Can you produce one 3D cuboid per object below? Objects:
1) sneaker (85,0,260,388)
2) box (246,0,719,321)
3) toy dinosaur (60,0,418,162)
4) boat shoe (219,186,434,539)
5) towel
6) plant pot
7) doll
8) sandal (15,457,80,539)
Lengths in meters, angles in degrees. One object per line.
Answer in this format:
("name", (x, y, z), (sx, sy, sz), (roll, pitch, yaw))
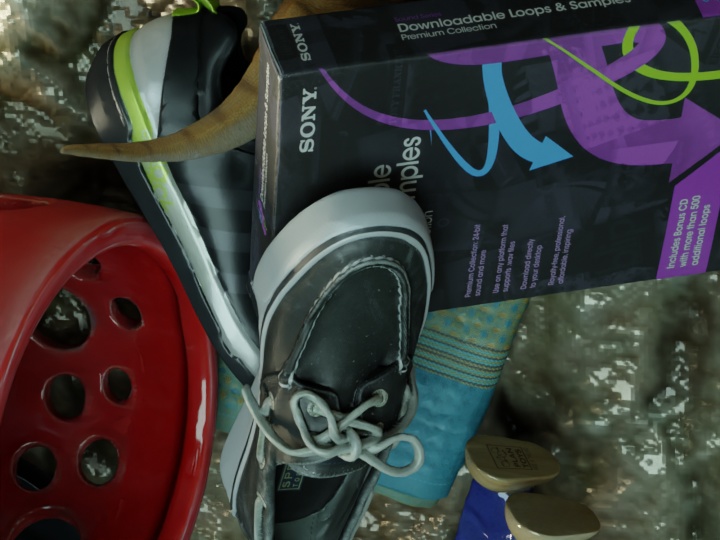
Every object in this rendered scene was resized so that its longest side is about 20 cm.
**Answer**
("sneaker", (-0.035, -0.024, 1.226), (0.083, 0.072, 0.200), (-25, 110, 20))
("box", (0.057, -0.046, 1.169), (0.199, 0.036, 0.143), (-8, 136, -11))
("toy dinosaur", (-0.018, -0.083, 1.186), (0.106, 0.060, 0.200), (42, 78, -9))
("boat shoe", (-0.012, 0.053, 1.173), (0.073, 0.068, 0.200), (1, 138, -23))
("towel", (0.000, 0.000, 1.284), (0.146, 0.022, 0.200), (21, 120, 1))
("plant pot", (-0.180, 0.061, 1.254), (0.182, 0.200, 0.201), (10, 122, 27))
("doll", (0.042, 0.169, 1.310), (0.048, 0.137, 0.200), (3, 122, -29))
("sandal", (-0.142, 0.156, 1.390), (0.076, 0.043, 0.200), (-37, 106, 27))
